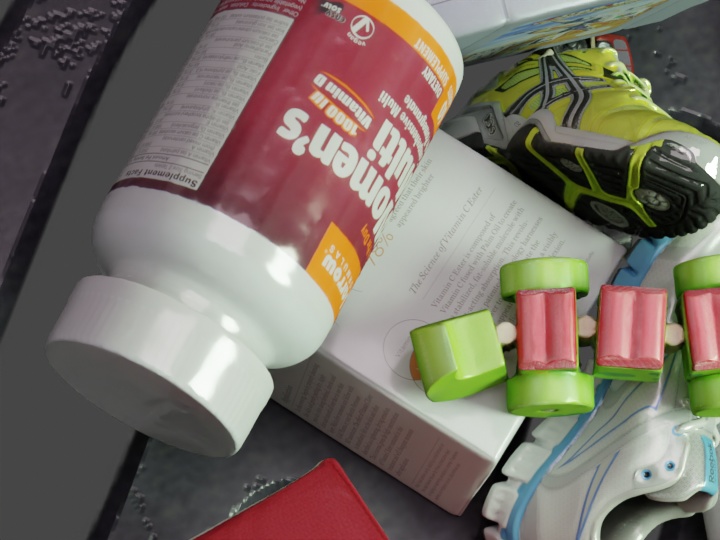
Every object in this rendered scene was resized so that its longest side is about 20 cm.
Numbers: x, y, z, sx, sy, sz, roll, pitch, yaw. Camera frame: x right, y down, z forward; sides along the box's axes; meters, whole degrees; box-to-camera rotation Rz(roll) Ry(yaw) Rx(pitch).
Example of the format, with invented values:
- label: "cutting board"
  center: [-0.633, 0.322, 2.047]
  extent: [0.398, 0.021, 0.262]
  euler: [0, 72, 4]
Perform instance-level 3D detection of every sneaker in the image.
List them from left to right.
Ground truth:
- label: "sneaker"
  center: [0.104, -0.067, 1.150]
  extent: [0.075, 0.200, 0.077]
  euler: [42, 79, -29]
- label: "sneaker"
  center: [0.140, 0.063, 1.142]
  extent: [0.087, 0.075, 0.201]
  euler: [34, 98, 44]

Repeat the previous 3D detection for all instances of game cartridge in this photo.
- label: "game cartridge"
  center: [0.092, -0.128, 1.175]
  extent: [0.199, 0.133, 0.042]
  euler: [-15, 92, -20]

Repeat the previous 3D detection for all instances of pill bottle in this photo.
- label: "pill bottle"
  center: [-0.045, -0.029, 1.066]
  extent: [0.109, 0.110, 0.201]
  euler: [27, 69, 2]

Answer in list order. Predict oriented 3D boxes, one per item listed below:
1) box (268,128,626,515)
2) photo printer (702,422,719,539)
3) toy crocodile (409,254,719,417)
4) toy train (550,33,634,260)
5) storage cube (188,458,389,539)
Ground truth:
- label: "box"
  center: [0.000, 0.000, 1.173]
  extent: [0.200, 0.098, 0.125]
  euler: [33, 68, 4]
- label: "photo printer"
  center: [0.244, 0.141, 1.173]
  extent: [0.166, 0.069, 0.201]
  euler: [-4, 70, -10]
- label: "toy crocodile"
  center: [0.121, 0.027, 1.086]
  extent: [0.199, 0.062, 0.068]
  euler: [-2, 80, 2]
- label: "toy train"
  center: [0.114, -0.097, 1.262]
  extent: [0.046, 0.034, 0.201]
  euler: [1, 69, -11]
- label: "storage cube"
  center: [-0.039, 0.214, 1.036]
  extent: [0.171, 0.200, 0.180]
  euler: [-29, 70, -17]
